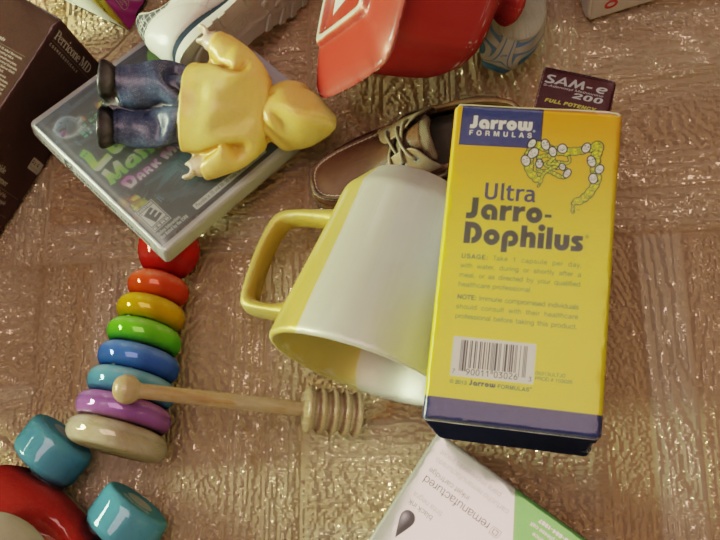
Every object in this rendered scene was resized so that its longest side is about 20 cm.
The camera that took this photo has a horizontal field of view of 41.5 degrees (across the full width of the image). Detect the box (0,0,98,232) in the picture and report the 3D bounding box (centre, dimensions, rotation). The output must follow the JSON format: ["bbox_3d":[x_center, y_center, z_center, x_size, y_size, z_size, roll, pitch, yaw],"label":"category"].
[{"bbox_3d":[-0.327,-0.134,0.857,0.074,0.100,0.203,26,81,15],"label":"box"}]

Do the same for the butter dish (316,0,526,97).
[{"bbox_3d":[0.060,-0.226,0.725,0.145,0.199,0.205,12,89,-18],"label":"butter dish"}]

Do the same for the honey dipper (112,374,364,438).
[{"bbox_3d":[-0.095,0.102,0.747,0.195,0.038,0.039,9,75,-10],"label":"honey dipper"}]

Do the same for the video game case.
[{"bbox_3d":[-0.156,-0.130,0.836,0.181,0.023,0.200,40,67,17],"label":"video game case"}]

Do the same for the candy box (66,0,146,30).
[{"bbox_3d":[-0.304,-0.315,0.884,0.197,0.137,0.062,27,81,16],"label":"candy box"}]

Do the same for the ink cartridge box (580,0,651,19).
[{"bbox_3d":[0.273,-0.303,0.775,0.196,0.146,0.086,-16,72,4],"label":"ink cartridge box"}]

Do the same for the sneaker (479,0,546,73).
[{"bbox_3d":[0.134,-0.265,0.834,0.070,0.073,0.204,19,63,-10],"label":"sneaker"}]

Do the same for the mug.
[{"bbox_3d":[0.006,0.000,0.736,0.183,0.150,0.156,20,73,-3],"label":"mug"}]

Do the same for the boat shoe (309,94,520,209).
[{"bbox_3d":[0.048,-0.104,0.797,0.196,0.072,0.077,-18,72,4],"label":"boat shoe"}]

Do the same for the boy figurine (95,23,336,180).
[{"bbox_3d":[-0.117,-0.139,0.787,0.195,0.064,0.128,0,93,-6],"label":"boy figurine"}]

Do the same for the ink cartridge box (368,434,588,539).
[{"bbox_3d":[0.062,0.247,0.691,0.145,0.084,0.202,32,82,17],"label":"ink cartridge box"}]

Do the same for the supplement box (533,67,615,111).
[{"bbox_3d":[0.146,-0.039,0.744,0.060,0.109,0.204,13,78,13],"label":"supplement box"}]

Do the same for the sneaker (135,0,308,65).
[{"bbox_3d":[-0.110,-0.256,0.855,0.080,0.077,0.199,38,66,25],"label":"sneaker"}]

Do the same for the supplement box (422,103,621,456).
[{"bbox_3d":[0.108,0.009,0.623,0.107,0.109,0.205,4,76,11],"label":"supplement box"}]

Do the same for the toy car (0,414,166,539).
[{"bbox_3d":[-0.275,0.215,0.698,0.176,0.200,0.186,36,82,17],"label":"toy car"}]

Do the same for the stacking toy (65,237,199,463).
[{"bbox_3d":[-0.177,0.051,0.794,0.083,0.086,0.204,9,72,12],"label":"stacking toy"}]
